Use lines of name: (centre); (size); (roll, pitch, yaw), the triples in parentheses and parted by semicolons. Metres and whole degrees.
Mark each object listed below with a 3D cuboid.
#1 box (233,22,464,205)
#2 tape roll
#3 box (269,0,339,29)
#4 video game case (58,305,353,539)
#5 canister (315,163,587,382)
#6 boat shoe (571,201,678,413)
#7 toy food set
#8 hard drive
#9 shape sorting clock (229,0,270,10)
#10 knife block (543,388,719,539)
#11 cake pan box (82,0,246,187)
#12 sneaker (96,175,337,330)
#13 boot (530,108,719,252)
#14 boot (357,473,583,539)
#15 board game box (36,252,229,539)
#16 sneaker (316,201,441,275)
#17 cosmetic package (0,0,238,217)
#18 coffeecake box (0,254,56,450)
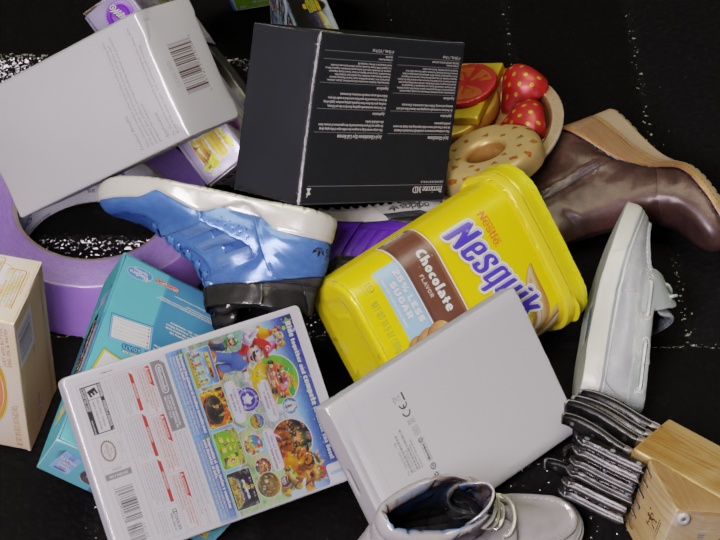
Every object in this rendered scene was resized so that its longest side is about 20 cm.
box: (-0.007, -0.130, 1.611); (0.079, 0.142, 0.200); (12, 9, 37)
tape roll: (-0.233, -0.037, 1.685); (0.200, 0.066, 0.200); (1, 47, -1)
box: (-0.047, -0.187, 1.766); (0.040, 0.137, 0.200); (-9, 36, -9)
video game case: (-0.115, 0.122, 1.462); (0.200, 0.018, 0.144); (-17, 87, -25)
canister: (0.074, 0.022, 1.600); (0.200, 0.087, 0.149); (-33, 100, -27)
boat shoe: (0.231, 0.036, 1.636); (0.071, 0.070, 0.201); (16, 61, 0)
toy food set: (0.088, -0.129, 1.769); (0.197, 0.049, 0.200); (2, 45, 25)
hard drive: (0.071, 0.118, 1.525); (0.200, 0.132, 0.027); (-31, 11, -28)
shape sorting clock: (-0.069, -0.303, 1.872); (0.199, 0.200, 0.039); (-6, 76, -9)
knife block: (0.252, 0.163, 1.515); (0.199, 0.064, 0.176); (6, 30, -18)
cake pan box: (-0.144, -0.159, 1.693); (0.052, 0.200, 0.184); (-35, 85, 11)
sneaker: (-0.126, -0.008, 1.549); (0.199, 0.077, 0.112); (12, 85, 7)
boot: (0.221, -0.047, 1.735); (0.166, 0.072, 0.200); (-35, 57, -16)
boot: (0.093, 0.193, 1.447); (0.200, 0.096, 0.074); (-11, 57, -25)
board game box: (-0.156, 0.101, 1.531); (0.151, 0.047, 0.200); (27, 46, -14)
sneaker: (0.000, 0.000, 1.660); (0.200, 0.070, 0.100); (-12, 50, -13)
cosmetic package: (-0.213, -0.132, 1.578); (0.200, 0.113, 0.081); (-20, 6, 33)
coffeecake box: (-0.353, 0.052, 1.532); (0.199, 0.154, 0.073); (10, 46, 7)
